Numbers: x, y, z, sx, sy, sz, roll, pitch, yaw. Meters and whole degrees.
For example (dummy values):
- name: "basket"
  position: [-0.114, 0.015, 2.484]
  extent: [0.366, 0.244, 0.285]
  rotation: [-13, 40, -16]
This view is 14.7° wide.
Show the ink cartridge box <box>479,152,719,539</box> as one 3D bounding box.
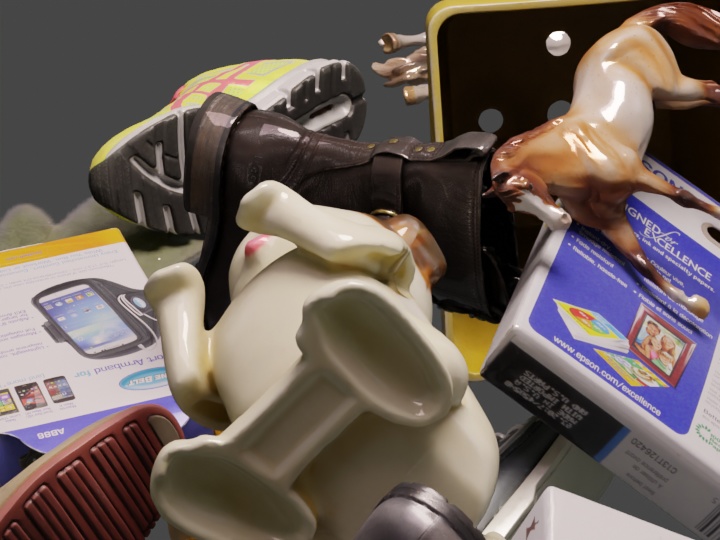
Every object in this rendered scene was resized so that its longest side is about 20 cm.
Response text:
- name: "ink cartridge box"
  position: [0.168, 0.043, 1.382]
  extent: [0.197, 0.047, 0.200]
  rotation: [35, 34, -4]

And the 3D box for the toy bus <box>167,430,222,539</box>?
- name: "toy bus"
  position: [-0.042, 0.135, 1.318]
  extent: [0.078, 0.065, 0.200]
  rotation: [-11, 33, -11]

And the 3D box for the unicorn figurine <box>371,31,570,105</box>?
- name: "unicorn figurine"
  position: [0.104, -0.131, 1.739]
  extent: [0.137, 0.074, 0.200]
  rotation: [-9, 24, -33]

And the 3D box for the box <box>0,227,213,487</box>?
- name: "box"
  position: [-0.157, 0.050, 1.491]
  extent: [0.119, 0.042, 0.200]
  rotation: [-12, 35, -16]

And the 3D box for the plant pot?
- name: "plant pot"
  position: [0.126, -0.068, 1.539]
  extent: [0.199, 0.201, 0.176]
  rotation: [-6, 15, -7]

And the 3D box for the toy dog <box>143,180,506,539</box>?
- name: "toy dog"
  position: [-0.004, 0.039, 1.281]
  extent: [0.193, 0.140, 0.200]
  rotation: [29, 21, -21]

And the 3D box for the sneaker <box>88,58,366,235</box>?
- name: "sneaker"
  position: [-0.092, -0.078, 1.678]
  extent: [0.200, 0.079, 0.090]
  rotation: [-22, 28, -40]

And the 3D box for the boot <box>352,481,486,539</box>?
- name: "boot"
  position: [-0.020, 0.185, 1.121]
  extent: [0.070, 0.201, 0.132]
  rotation: [35, 40, 18]

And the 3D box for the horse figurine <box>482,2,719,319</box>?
- name: "horse figurine"
  position: [0.143, -0.069, 1.386]
  extent: [0.132, 0.050, 0.200]
  rotation: [31, 54, -5]

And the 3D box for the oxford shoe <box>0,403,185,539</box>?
- name: "oxford shoe"
  position: [-0.168, 0.127, 1.297]
  extent: [0.200, 0.071, 0.075]
  rotation: [-40, 32, -23]

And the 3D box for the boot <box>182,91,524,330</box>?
- name: "boot"
  position: [0.000, 0.000, 1.418]
  extent: [0.173, 0.201, 0.069]
  rotation: [15, 46, 20]

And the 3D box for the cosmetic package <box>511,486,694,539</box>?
- name: "cosmetic package"
  position: [0.150, 0.177, 1.150]
  extent: [0.199, 0.071, 0.102]
  rotation: [22, 36, -12]

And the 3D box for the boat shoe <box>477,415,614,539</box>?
- name: "boat shoe"
  position: [0.078, 0.096, 1.370]
  extent: [0.062, 0.073, 0.200]
  rotation: [19, 42, 24]
